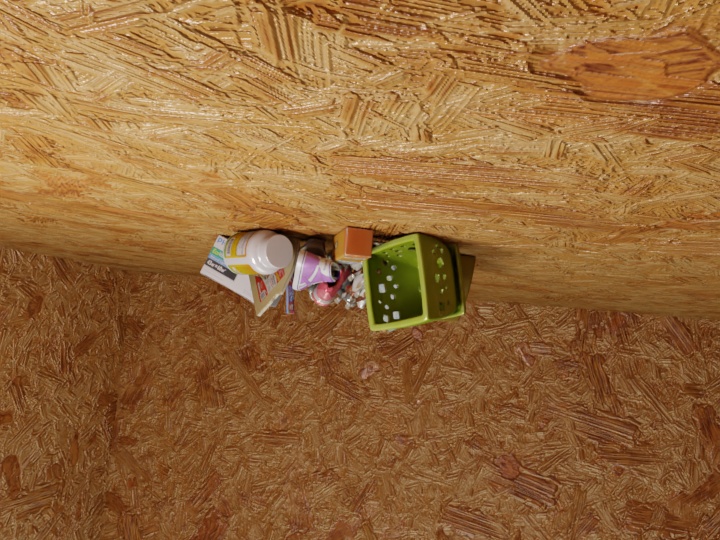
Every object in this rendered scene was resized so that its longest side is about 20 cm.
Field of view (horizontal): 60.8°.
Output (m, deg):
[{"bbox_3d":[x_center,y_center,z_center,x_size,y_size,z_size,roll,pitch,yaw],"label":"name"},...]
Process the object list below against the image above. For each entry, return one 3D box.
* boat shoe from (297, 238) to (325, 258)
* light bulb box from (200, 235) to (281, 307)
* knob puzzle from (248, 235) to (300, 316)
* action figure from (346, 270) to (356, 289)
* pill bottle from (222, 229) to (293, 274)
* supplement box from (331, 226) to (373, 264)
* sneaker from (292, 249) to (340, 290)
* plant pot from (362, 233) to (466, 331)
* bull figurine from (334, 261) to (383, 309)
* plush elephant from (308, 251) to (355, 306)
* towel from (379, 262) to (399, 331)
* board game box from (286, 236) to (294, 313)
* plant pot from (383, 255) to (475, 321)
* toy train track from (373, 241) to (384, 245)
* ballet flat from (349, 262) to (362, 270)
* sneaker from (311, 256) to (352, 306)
[{"bbox_3d":[-0.129,-0.050,1.612,0.073,0.074,0.200,14,160,-9],"label":"boat shoe"},{"bbox_3d":[-0.330,0.006,1.805,0.196,0.126,0.200,28,179,12],"label":"light bulb box"},{"bbox_3d":[-0.215,-0.004,1.602,0.030,0.223,0.218,27,162,-35],"label":"knob puzzle"},{"bbox_3d":[0.000,0.000,1.814,0.098,0.066,0.199,-3,-165,37],"label":"action figure"},{"bbox_3d":[-0.258,-0.046,1.562,0.110,0.113,0.199,10,173,-39],"label":"pill bottle"},{"bbox_3d":[-0.024,-0.056,1.462,0.068,0.068,0.200,5,175,-14],"label":"supplement box"},{"bbox_3d":[-0.111,0.015,1.550,0.113,0.074,0.201,13,164,-6],"label":"sneaker"},{"bbox_3d":[0.137,0.033,1.462,0.180,0.202,0.199,2,168,-43],"label":"plant pot"},{"bbox_3d":[0.001,0.045,1.625,0.121,0.065,0.201,-35,162,-36],"label":"bull figurine"},{"bbox_3d":[-0.103,0.026,1.890,0.153,0.167,0.200,-20,-163,5],"label":"plush elephant"},{"bbox_3d":[0.083,0.071,1.658,0.048,0.173,0.200,-22,176,-22],"label":"towel"},{"bbox_3d":[-0.190,0.016,1.662,0.019,0.203,0.103,0,176,-11],"label":"board game box"},{"bbox_3d":[0.187,0.052,1.712,0.197,0.179,0.200,3,177,-22],"label":"plant pot"},{"bbox_3d":[0.077,-0.048,1.617,0.113,0.033,0.200,7,176,-14],"label":"toy train track"},{"bbox_3d":[0.006,-0.025,1.658,0.071,0.073,0.200,4,174,19],"label":"ballet flat"},{"bbox_3d":[-0.057,0.004,1.639,0.073,0.201,0.087,30,143,-5],"label":"sneaker"}]
